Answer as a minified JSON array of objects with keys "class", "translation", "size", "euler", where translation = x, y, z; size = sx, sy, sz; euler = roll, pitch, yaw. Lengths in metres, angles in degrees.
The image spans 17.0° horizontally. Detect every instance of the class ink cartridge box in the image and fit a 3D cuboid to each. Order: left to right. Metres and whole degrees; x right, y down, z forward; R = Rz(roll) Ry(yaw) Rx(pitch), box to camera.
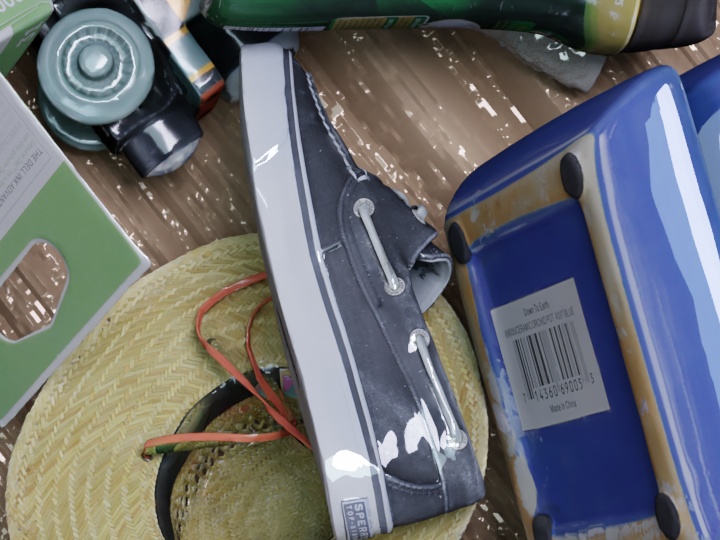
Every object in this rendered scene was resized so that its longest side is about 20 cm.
[{"class":"ink cartridge box","translation":[-0.161,-0.056,0.929],"size":[0.200,0.145,0.048],"euler":[49,48,2]}]

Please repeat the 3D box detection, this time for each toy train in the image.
[{"class":"toy train","translation":[-0.110,-0.138,0.961],"size":[0.114,0.085,0.201],"euler":[-36,88,-10]}]

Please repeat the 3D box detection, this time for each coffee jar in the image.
[{"class":"coffee jar","translation":[0.040,-0.137,0.908],"size":[0.198,0.085,0.105],"euler":[2,94,-9]}]

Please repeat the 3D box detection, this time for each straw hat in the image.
[{"class":"straw hat","translation":[-0.034,0.089,0.939],"size":[0.199,0.085,0.202],"euler":[-6,52,7]}]

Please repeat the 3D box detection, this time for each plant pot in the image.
[{"class":"plant pot","translation":[0.146,0.015,0.863],"size":[0.178,0.200,0.202],"euler":[-14,86,-20]}]

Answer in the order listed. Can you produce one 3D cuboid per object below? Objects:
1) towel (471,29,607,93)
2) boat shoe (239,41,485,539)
[{"class":"towel","translation":[0.077,-0.189,0.981],"size":[0.132,0.034,0.201],"euler":[25,89,3]},{"class":"boat shoe","translation":[0.000,0.000,0.892],"size":[0.067,0.072,0.201],"euler":[-13,61,-4]}]
